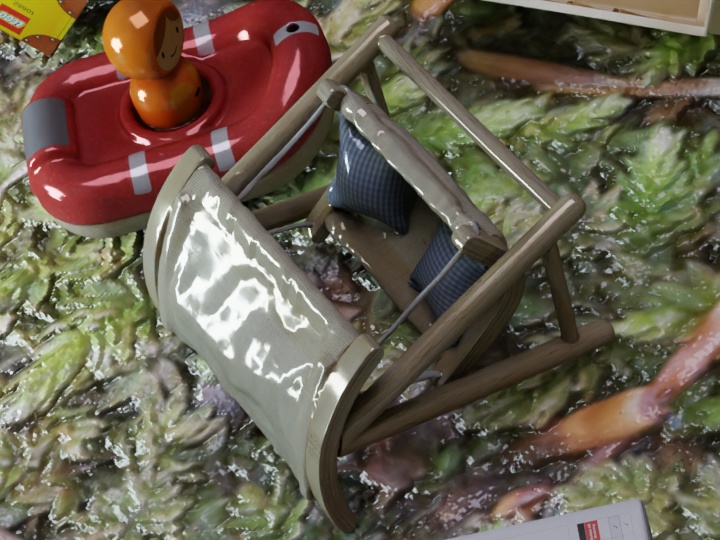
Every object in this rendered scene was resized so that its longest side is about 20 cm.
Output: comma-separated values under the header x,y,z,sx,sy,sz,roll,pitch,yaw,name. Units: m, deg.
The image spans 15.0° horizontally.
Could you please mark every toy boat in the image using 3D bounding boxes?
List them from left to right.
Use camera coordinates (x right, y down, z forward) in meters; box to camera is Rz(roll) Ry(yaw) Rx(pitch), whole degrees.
x,y,z,sx,sy,sz,roll,pitch,yaw,name
-0.116,-0.113,1.645,0.199,0.131,0.131,-16,48,3,toy boat

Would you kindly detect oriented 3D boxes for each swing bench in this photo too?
x,y,z,sx,sy,sz,roll,pitch,yaw,name
0.000,0.000,1.514,0.199,0.130,0.199,-34,49,-12,swing bench

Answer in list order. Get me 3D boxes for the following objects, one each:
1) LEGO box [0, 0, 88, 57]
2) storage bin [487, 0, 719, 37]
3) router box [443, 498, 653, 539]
x,y,z,sx,sy,sz,roll,pitch,yaw,name
-0.251,-0.257,1.773,0.199,0.077,0.150,29,52,-13,LEGO box
0.147,-0.251,1.645,0.199,0.094,0.200,12,95,26,storage bin
0.072,0.222,1.353,0.178,0.049,0.201,-12,48,7,router box
